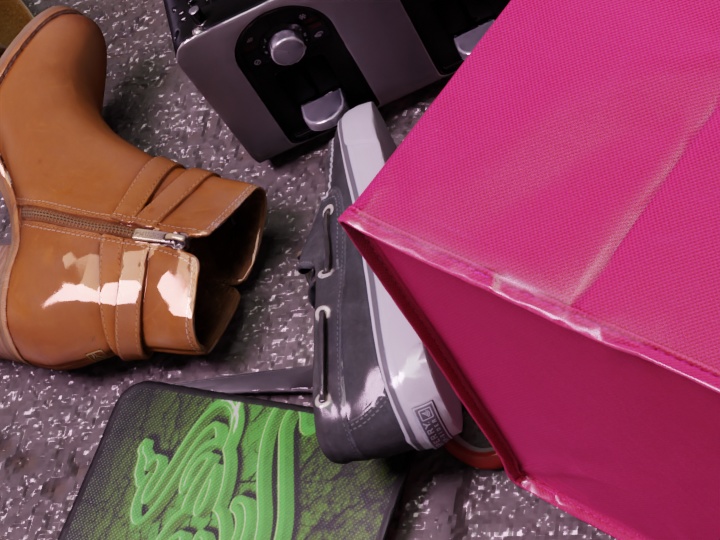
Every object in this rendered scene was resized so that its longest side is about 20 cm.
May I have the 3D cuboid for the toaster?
[{"bbox_3d":[-0.012,-0.172,0.867,0.180,0.119,0.201,-24,49,8],"label":"toaster"}]

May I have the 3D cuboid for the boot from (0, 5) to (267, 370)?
[{"bbox_3d":[-0.115,-0.043,0.856,0.154,0.074,0.201,0,68,28],"label":"boot"}]

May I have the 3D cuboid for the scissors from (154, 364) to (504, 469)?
[{"bbox_3d":[0.001,0.042,0.772,0.199,0.014,0.073,8,62,32],"label":"scissors"}]

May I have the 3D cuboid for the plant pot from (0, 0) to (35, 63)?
[{"bbox_3d":[-0.301,-0.107,0.944,0.200,0.186,0.187,-45,47,10],"label":"plant pot"}]

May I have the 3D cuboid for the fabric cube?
[{"bbox_3d":[0.150,-0.009,0.612,0.200,0.196,0.200,26,71,37],"label":"fabric cube"}]

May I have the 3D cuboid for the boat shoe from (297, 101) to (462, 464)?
[{"bbox_3d":[0.000,0.000,0.754,0.056,0.069,0.201,-21,40,11],"label":"boat shoe"}]

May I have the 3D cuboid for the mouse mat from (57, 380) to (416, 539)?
[{"bbox_3d":[-0.073,0.142,0.729,0.160,0.008,0.201,6,61,30],"label":"mouse mat"}]
